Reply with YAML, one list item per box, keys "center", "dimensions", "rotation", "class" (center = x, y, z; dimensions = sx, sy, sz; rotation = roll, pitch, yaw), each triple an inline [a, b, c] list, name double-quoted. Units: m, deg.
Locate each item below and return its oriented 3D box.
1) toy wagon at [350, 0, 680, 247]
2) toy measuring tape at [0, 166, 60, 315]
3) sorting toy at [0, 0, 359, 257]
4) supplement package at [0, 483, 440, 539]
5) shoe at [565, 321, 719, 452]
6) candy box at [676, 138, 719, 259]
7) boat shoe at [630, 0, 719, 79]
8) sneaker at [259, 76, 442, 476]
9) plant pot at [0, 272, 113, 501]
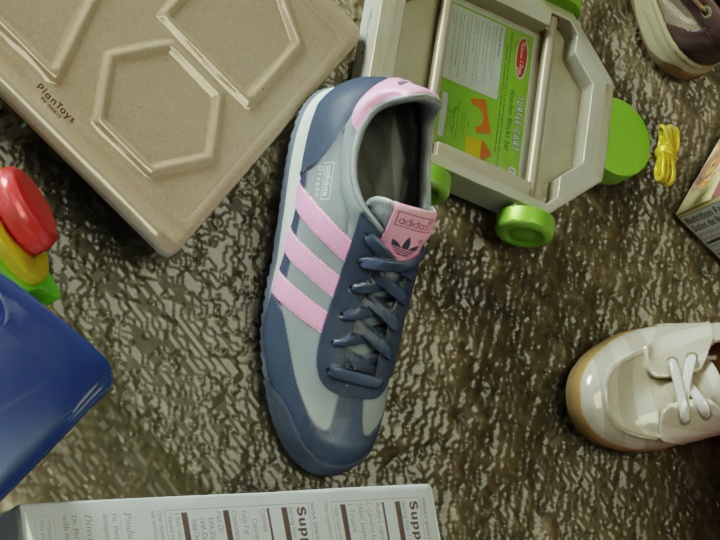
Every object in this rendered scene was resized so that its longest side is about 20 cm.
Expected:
- center: [0.088, -0.090, 1.095]
  dimensions: [0.199, 0.040, 0.156]
  rotation: [22, 64, -25]
  class: "toy wagon"
- center: [-0.192, -0.048, 0.883]
  dimensions: [0.073, 0.074, 0.200]
  rotation: [-32, 94, -35]
  class: "toy measuring tape"
- center: [-0.112, -0.127, 0.990]
  dimensions: [0.185, 0.036, 0.200]
  rotation: [45, 52, -11]
  class: "sorting toy"
- center: [-0.070, 0.161, 0.864]
  dimensions: [0.199, 0.114, 0.110]
  rotation: [1, 72, -31]
  class: "supplement package"
- center: [0.201, 0.057, 1.105]
  dimensions: [0.199, 0.053, 0.070]
  rotation: [-6, 77, -33]
  class: "shoe"
- center: [0.293, -0.013, 1.184]
  dimensions: [0.200, 0.055, 0.116]
  rotation: [43, 58, -13]
  class: "candy box"
- center: [0.184, -0.217, 1.177]
  dimensions: [0.072, 0.072, 0.201]
  rotation: [-10, 79, -34]
  class: "boat shoe"
- center: [0.000, 0.000, 0.974]
  dimensions: [0.070, 0.082, 0.201]
  rotation: [8, 79, -35]
  class: "sneaker"
- center: [-0.243, 0.067, 0.745]
  dimensions: [0.180, 0.200, 0.200]
  rotation: [46, 56, -3]
  class: "plant pot"
